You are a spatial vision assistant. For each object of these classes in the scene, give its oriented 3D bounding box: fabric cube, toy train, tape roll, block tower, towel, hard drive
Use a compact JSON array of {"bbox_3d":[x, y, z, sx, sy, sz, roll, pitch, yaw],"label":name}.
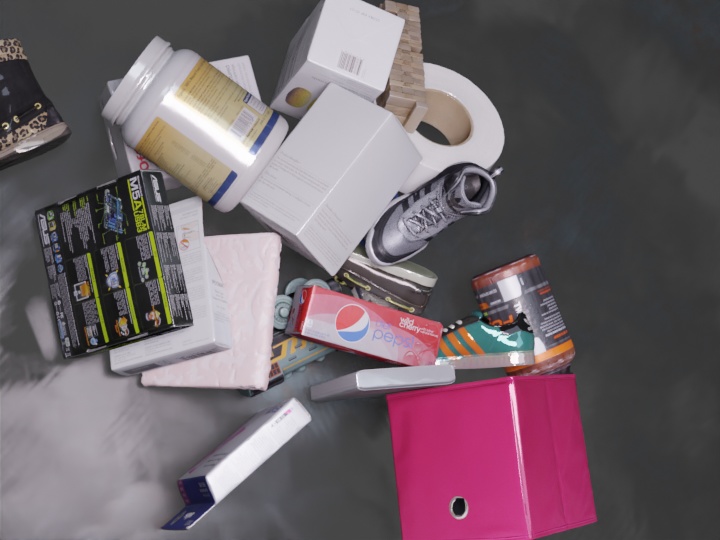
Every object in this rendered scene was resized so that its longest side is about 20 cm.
[{"bbox_3d":[0.172,0.247,1.620,0.200,0.196,0.200,5,77,-55],"label":"fabric cube"},{"bbox_3d":[-0.104,0.086,1.658,0.200,0.085,0.114,-25,101,-23],"label":"toy train"},{"bbox_3d":[0.099,-0.196,1.742,0.202,0.071,0.203,12,53,-16],"label":"tape roll"},{"bbox_3d":[0.052,-0.286,1.704,0.058,0.054,0.201,9,54,-18],"label":"block tower"},{"bbox_3d":[-0.192,0.054,1.593,0.032,0.190,0.201,26,64,-60],"label":"towel"},{"bbox_3d":[0.025,0.149,1.622,0.131,0.200,0.027,-3,81,-19],"label":"hard drive"}]

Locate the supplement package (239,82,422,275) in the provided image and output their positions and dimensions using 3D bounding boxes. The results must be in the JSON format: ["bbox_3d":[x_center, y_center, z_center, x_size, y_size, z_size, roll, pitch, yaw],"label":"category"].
[{"bbox_3d":[-0.036,-0.118,1.593,0.200,0.117,0.117,-52,144,-8],"label":"supplement package"}]

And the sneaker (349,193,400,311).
[{"bbox_3d":[0.028,-0.030,1.717,0.077,0.085,0.201,-3,82,-19],"label":"sneaker"}]

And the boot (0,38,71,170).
[{"bbox_3d":[-0.486,-0.202,1.575,0.199,0.073,0.151,-24,90,-25],"label":"boot"}]

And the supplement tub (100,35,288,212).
[{"bbox_3d":[-0.207,-0.183,1.541,0.200,0.144,0.145,36,71,-11],"label":"supplement tub"}]

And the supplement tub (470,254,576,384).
[{"bbox_3d":[0.239,0.085,1.759,0.107,0.107,0.201,-21,87,-21],"label":"supplement tub"}]

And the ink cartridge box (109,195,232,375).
[{"bbox_3d":[-0.251,0.021,1.589,0.160,0.047,0.201,-16,69,23],"label":"ink cartridge box"}]

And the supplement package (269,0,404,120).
[{"bbox_3d":[-0.035,-0.278,1.678,0.113,0.200,0.110,20,73,-13],"label":"supplement package"}]

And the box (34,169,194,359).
[{"bbox_3d":[-0.311,-0.005,1.546,0.047,0.193,0.201,-2,76,-61],"label":"box"}]

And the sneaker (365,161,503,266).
[{"bbox_3d":[0.097,-0.079,1.592,0.200,0.114,0.076,-38,99,-16],"label":"sneaker"}]

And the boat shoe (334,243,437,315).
[{"bbox_3d":[0.000,0.000,1.660,0.201,0.072,0.061,21,105,9],"label":"boat shoe"}]

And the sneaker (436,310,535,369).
[{"bbox_3d":[0.141,0.096,1.709,0.199,0.071,0.080,-4,86,12],"label":"sneaker"}]

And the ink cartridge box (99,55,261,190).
[{"bbox_3d":[-0.233,-0.193,1.656,0.199,0.084,0.145,-15,85,-21],"label":"ink cartridge box"}]

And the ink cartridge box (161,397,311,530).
[{"bbox_3d":[-0.167,0.242,1.540,0.200,0.196,0.043,-39,92,-22],"label":"ink cartridge box"}]

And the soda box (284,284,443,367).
[{"bbox_3d":[0.006,0.077,1.626,0.199,0.063,0.070,17,81,-23],"label":"soda box"}]
